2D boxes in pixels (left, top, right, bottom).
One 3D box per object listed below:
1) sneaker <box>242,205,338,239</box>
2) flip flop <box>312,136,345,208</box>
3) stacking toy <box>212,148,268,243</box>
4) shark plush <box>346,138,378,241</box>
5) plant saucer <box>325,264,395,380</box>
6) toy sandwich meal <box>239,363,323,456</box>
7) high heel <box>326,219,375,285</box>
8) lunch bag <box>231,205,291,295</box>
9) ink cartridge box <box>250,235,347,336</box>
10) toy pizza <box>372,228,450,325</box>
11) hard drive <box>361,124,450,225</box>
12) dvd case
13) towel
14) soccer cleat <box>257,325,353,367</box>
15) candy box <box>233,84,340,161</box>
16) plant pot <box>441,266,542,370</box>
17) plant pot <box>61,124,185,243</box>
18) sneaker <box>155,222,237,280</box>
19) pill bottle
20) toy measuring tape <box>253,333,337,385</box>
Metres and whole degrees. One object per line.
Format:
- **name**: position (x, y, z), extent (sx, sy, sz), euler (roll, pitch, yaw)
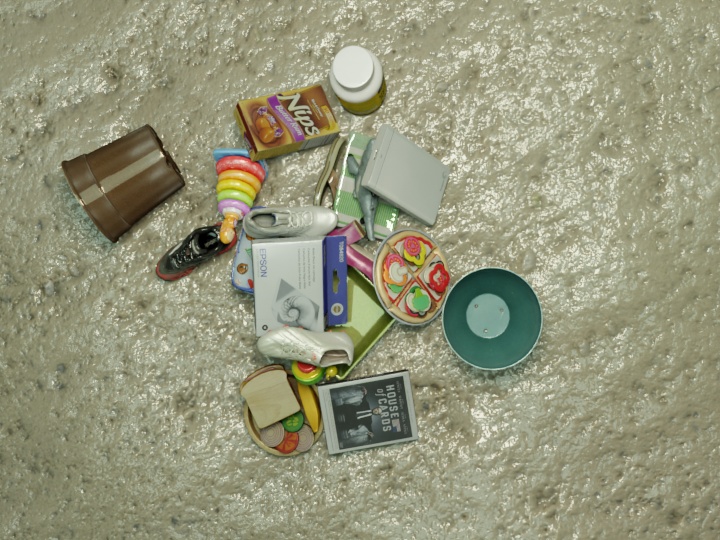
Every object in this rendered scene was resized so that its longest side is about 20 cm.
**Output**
- **sneaker**: position (-0.142, -0.097, 1.597), extent (0.196, 0.087, 0.076), euler (-5, 86, -5)
- **flip flop**: position (-0.060, -0.185, 1.680), extent (0.057, 0.081, 0.203), euler (19, 86, -1)
- **stacking toy**: position (-0.264, -0.149, 1.645), extent (0.108, 0.116, 0.203), euler (4, 65, 8)
- **shark plush**: position (0.011, -0.166, 1.609), extent (0.089, 0.083, 0.203), euler (12, 89, -17)
- **plant saucer**: position (-0.045, 0.094, 1.684), extent (0.199, 0.048, 0.200), euler (43, 94, 5)
- **toy sandwich meal**: position (-0.169, 0.301, 1.681), extent (0.201, 0.070, 0.209), euler (0, 89, 6)
- **high heel**: position (0.000, 0.000, 1.639), extent (0.095, 0.067, 0.201), euler (-31, 99, 17)
- **lunch bag**: position (-0.182, -0.039, 1.669), extent (0.158, 0.076, 0.203), euler (10, 78, 12)
- **ink cartridge box**: position (-0.120, 0.032, 1.593), extent (0.196, 0.041, 0.203), euler (-5, 108, -10)
- **toy pizza**: position (0.113, 0.011, 1.622), extent (0.198, 0.032, 0.204), euler (6, 80, -32)
- **hard drive**: position (0.097, -0.193, 1.610), extent (0.026, 0.199, 0.134), euler (6, 74, 50)
- **dvd case**: position (0.017, 0.300, 1.666), extent (0.197, 0.025, 0.153), euler (-10, 97, 0)
- **towel**: position (0.026, -0.177, 1.667), extent (0.150, 0.023, 0.203), euler (14, 90, -18)
- **soccer cleat**: position (-0.108, 0.157, 1.577), extent (0.196, 0.078, 0.070), euler (1, 128, -12)
- **candy box**: position (-0.153, -0.312, 1.647), extent (0.198, 0.056, 0.118), euler (-19, 79, -28)
- **plant pot**: position (0.265, 0.095, 1.608), extent (0.196, 0.135, 0.204), euler (0, 90, 6)
- **plant pot**: position (-0.493, -0.195, 1.673), extent (0.197, 0.200, 0.202), euler (-31, 86, -4)
- **sneaker**: position (-0.365, -0.042, 1.695), extent (0.198, 0.098, 0.072), euler (-29, 88, 6)
- **pill bottle**: position (-0.006, -0.392, 1.611), extent (0.109, 0.200, 0.113), euler (0, 90, 6)
- **toy measuring tape**: position (-0.144, 0.192, 1.642), extent (0.197, 0.074, 0.075), euler (16, 91, 13)
